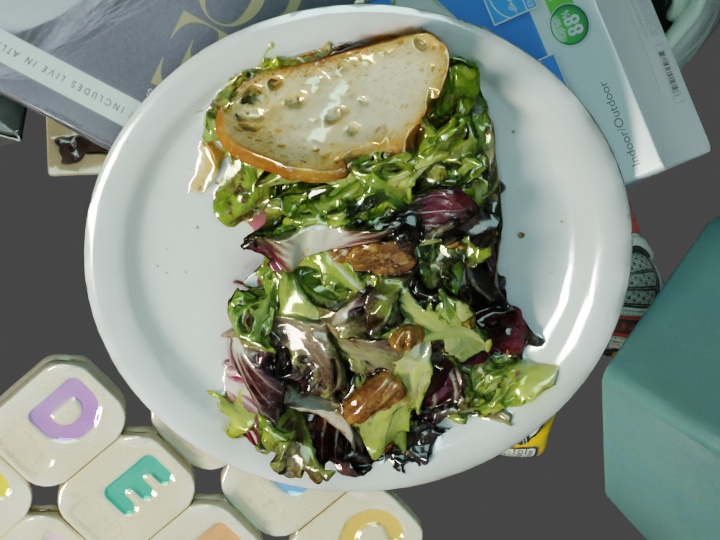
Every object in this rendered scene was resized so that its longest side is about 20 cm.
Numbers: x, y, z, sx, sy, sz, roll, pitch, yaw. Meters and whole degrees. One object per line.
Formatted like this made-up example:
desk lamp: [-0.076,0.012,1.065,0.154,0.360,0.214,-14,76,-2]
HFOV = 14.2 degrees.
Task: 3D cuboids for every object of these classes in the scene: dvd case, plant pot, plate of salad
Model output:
dvd case: [-0.062,-0.140,1.056,0.149,0.016,0.200,28,82,-20]
plant pot: [0.198,0.072,1.095,0.200,0.141,0.141,26,60,22]
plate of salad: [0.000,0.000,1.045,0.200,0.048,0.200,-1,118,-3]

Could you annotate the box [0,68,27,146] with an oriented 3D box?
box: [-0.176,-0.155,1.104,0.124,0.149,0.200,14,86,-14]

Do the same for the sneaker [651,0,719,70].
sneaker: [0.133,-0.128,1.163,0.070,0.080,0.200,34,81,0]

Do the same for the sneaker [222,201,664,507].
sneaker: [0.036,0.047,1.149,0.200,0.078,0.082,-29,90,-4]

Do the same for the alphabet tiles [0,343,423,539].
alphabet tiles: [-0.082,0.127,1.125,0.196,0.015,0.200,-40,110,11]

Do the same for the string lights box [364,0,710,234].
string lights box: [0.021,-0.053,1.112,0.200,0.059,0.103,-23,89,27]

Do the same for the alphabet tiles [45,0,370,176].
alphabet tiles: [-0.030,-0.092,1.188,0.200,0.006,0.167,-2,88,-4]
